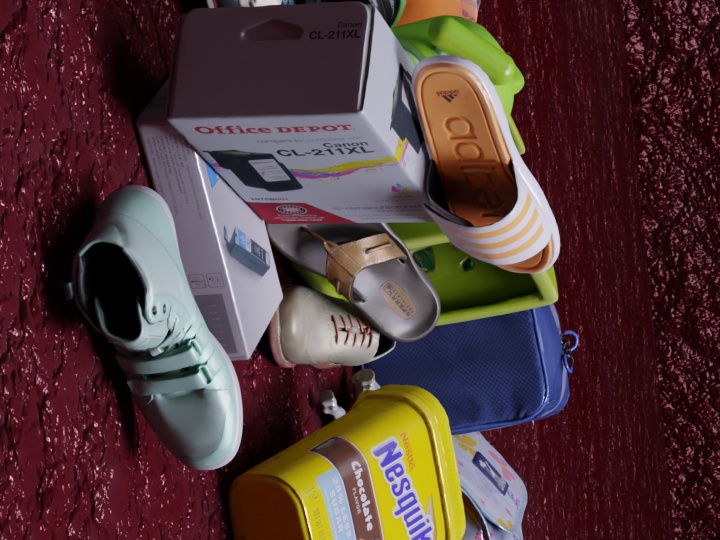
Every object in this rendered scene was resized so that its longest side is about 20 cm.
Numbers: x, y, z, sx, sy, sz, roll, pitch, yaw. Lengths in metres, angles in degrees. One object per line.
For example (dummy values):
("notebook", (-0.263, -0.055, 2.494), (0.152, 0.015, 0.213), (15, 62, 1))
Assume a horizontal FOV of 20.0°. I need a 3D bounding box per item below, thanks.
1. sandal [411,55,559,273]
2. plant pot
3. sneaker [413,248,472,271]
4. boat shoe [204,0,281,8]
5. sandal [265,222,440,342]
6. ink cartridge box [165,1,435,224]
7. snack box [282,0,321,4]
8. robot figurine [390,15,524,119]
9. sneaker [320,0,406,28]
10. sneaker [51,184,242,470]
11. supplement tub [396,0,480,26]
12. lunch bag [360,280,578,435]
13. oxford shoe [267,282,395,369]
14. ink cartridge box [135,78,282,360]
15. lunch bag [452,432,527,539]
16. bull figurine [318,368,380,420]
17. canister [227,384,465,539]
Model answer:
("sandal", (0.076, -0.058, 1.428), (0.207, 0.079, 0.059), (62, 36, -40))
("plant pot", (0.053, -0.068, 1.799), (0.199, 0.200, 0.182), (50, 32, -64))
("sneaker", (0.082, 0.010, 2.059), (0.200, 0.083, 0.074), (-10, 95, -74))
("boat shoe", (-0.086, -0.203, 1.546), (0.071, 0.062, 0.200), (-104, 179, -53))
("sandal", (0.000, 0.000, 1.647), (0.200, 0.082, 0.055), (48, 8, -35))
("ink cartridge box", (-0.032, -0.105, 1.438), (0.200, 0.145, 0.083), (47, 47, -63))
("snack box", (-0.066, -0.247, 1.693), (0.200, 0.037, 0.116), (-51, 136, -66))
("robot figurine", (0.043, -0.137, 1.620), (0.200, 0.175, 0.116), (-23, 73, -49))
("sneaker", (-0.029, -0.163, 1.684), (0.084, 0.077, 0.200), (-12, 123, -60))
("sneaker", (-0.138, 0.055, 1.318), (0.118, 0.074, 0.201), (-66, 139, -70))
("supplement tub", (0.037, -0.266, 1.803), (0.200, 0.122, 0.123), (-106, -179, -57))
("lunch bag", (0.106, 0.084, 1.925), (0.132, 0.200, 0.136), (9, 73, -76))
("oxford shoe", (-0.025, 0.045, 1.705), (0.200, 0.074, 0.071), (10, 77, -73))
("ink cartridge box", (-0.100, -0.062, 1.531), (0.176, 0.045, 0.200), (-66, 148, -57))
("lunch bag", (0.099, 0.256, 1.996), (0.170, 0.127, 0.200), (-38, 120, -75))
("bull figurine", (-0.001, 0.160, 1.784), (0.121, 0.065, 0.200), (59, 31, -51))
("canister", (-0.009, 0.192, 1.614), (0.200, 0.086, 0.149), (-26, 111, -51))
